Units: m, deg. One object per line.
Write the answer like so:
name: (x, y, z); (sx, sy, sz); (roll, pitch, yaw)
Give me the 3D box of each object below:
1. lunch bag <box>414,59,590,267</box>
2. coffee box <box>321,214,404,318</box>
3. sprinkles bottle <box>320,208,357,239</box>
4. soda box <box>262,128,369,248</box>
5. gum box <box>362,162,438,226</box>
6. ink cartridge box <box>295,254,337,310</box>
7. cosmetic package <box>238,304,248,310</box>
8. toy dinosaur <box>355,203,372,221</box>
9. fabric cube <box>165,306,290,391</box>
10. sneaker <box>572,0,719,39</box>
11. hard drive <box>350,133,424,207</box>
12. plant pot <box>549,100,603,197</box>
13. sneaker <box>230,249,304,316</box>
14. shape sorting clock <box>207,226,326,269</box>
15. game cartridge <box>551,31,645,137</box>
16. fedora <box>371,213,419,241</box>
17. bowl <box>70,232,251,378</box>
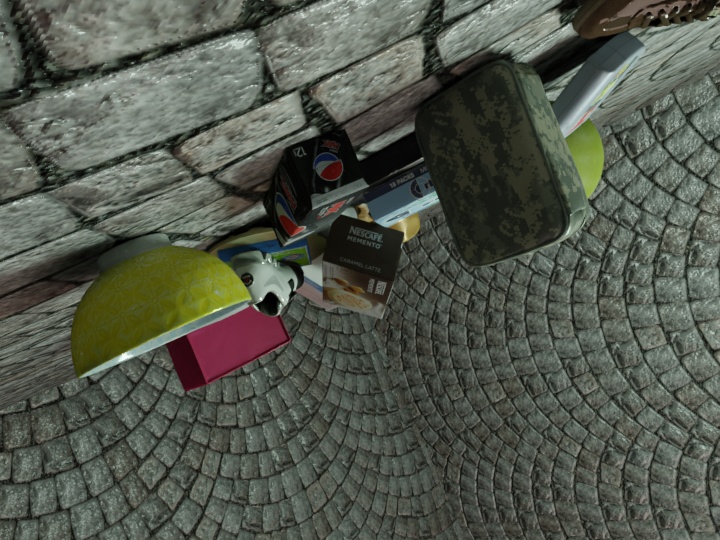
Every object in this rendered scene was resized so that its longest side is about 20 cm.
lunch bag: (0.172, -0.116, 0.617); (0.138, 0.204, 0.166); (-22, 179, 41)
coffee box: (0.000, 0.000, 0.878); (0.112, 0.081, 0.201); (15, 160, 1)
sprinkles bottle: (-0.085, -0.062, 0.968); (0.067, 0.070, 0.199); (-24, 179, -38)
soda box: (-0.058, -0.083, 0.616); (0.070, 0.065, 0.200); (-24, 179, -18)
gum box: (0.095, -0.122, 0.815); (0.167, 0.045, 0.200); (-25, 178, 7)
ink cartridge box: (-0.075, -0.006, 1.168); (0.131, 0.124, 0.200); (-63, -168, -17)
cosmetic package: (-0.267, 0.040, 0.916); (0.073, 0.104, 0.200); (-25, -179, 10)
toy dinosaur: (0.005, -0.109, 1.043); (0.104, 0.062, 0.200); (-23, 178, -17)
fabric cube: (-0.294, 0.111, 1.138); (0.193, 0.204, 0.199); (-23, 177, -31)
sneaker: (0.282, -0.239, 0.456); (0.197, 0.077, 0.070); (-26, 179, 24)
hard drive: (0.049, -0.147, 0.787); (0.197, 0.039, 0.140); (-26, 179, 16)
plant pot: (0.254, -0.158, 0.817); (0.185, 0.191, 0.199); (-25, 179, 31)
sneaker: (-0.140, 0.031, 0.868); (0.073, 0.091, 0.200); (-16, 169, 15)
shape sorting clock: (-0.150, -0.029, 0.884); (0.195, 0.040, 0.200); (-12, 168, -2)
game cartridge: (0.299, -0.236, 0.705); (0.199, 0.041, 0.134); (-37, 162, -45)
fedora: (0.073, -0.104, 1.179); (0.198, 0.083, 0.201); (-29, -166, 8)
bowl: (-0.232, 0.025, 0.606); (0.197, 0.110, 0.200); (-25, 180, 0)
